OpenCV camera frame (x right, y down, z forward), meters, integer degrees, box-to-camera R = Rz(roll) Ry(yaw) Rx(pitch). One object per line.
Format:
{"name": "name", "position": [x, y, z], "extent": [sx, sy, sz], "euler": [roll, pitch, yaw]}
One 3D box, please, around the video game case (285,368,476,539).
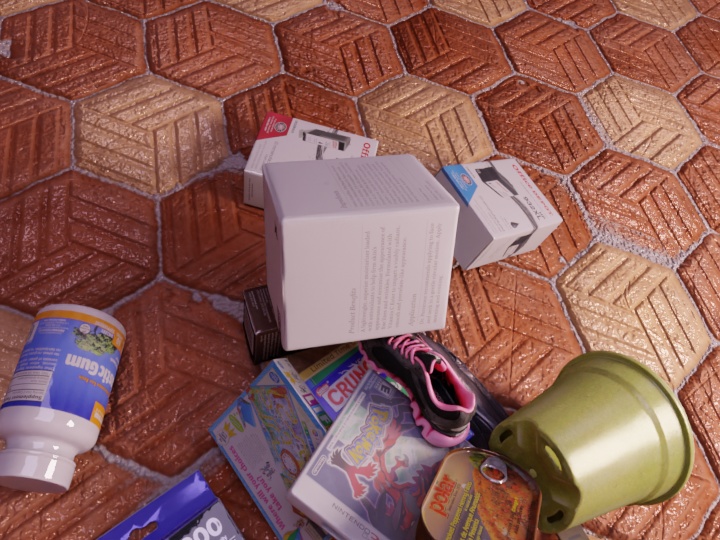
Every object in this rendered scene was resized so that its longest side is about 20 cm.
{"name": "video game case", "position": [0.038, 0.232, 0.672], "extent": [0.181, 0.023, 0.200], "euler": [36, 42, 4]}

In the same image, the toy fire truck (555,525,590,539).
{"name": "toy fire truck", "position": [0.338, 0.390, 0.718], "extent": [0.174, 0.129, 0.202], "euler": [-15, 72, -20]}

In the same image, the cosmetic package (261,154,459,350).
{"name": "cosmetic package", "position": [-0.010, -0.029, 0.707], "extent": [0.197, 0.167, 0.166], "euler": [-5, 31, -14]}

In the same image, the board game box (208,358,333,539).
{"name": "board game box", "position": [-0.083, 0.228, 0.718], "extent": [0.134, 0.034, 0.201], "euler": [-45, 71, 14]}

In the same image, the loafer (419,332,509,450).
{"name": "loafer", "position": [0.135, 0.165, 0.841], "extent": [0.200, 0.072, 0.063], "euler": [49, 42, 12]}

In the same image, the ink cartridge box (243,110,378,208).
{"name": "ink cartridge box", "position": [-0.079, -0.164, 0.981], "extent": [0.197, 0.083, 0.148], "euler": [14, 56, -3]}

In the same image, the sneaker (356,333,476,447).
{"name": "sneaker", "position": [0.069, 0.110, 0.710], "extent": [0.079, 0.096, 0.200], "euler": [-31, 67, -25]}

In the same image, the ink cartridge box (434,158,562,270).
{"name": "ink cartridge box", "position": [0.213, -0.098, 0.965], "extent": [0.198, 0.084, 0.146], "euler": [-14, 63, -41]}

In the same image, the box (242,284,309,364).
{"name": "box", "position": [-0.064, 0.057, 0.837], "extent": [0.197, 0.101, 0.076], "euler": [-12, 61, -19]}

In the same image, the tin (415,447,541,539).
{"name": "tin", "position": [0.122, 0.248, 0.606], "extent": [0.111, 0.042, 0.200], "euler": [23, 18, 17]}

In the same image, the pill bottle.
{"name": "pill bottle", "position": [-0.360, 0.152, 0.708], "extent": [0.110, 0.113, 0.202], "euler": [7, 58, -7]}

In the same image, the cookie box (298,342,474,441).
{"name": "cookie box", "position": [0.020, 0.194, 0.784], "extent": [0.170, 0.076, 0.200], "euler": [-31, 69, -27]}

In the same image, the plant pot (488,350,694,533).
{"name": "plant pot", "position": [0.262, 0.220, 0.725], "extent": [0.182, 0.201, 0.202], "euler": [-12, 61, -33]}

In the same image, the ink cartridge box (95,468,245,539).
{"name": "ink cartridge box", "position": [-0.214, 0.356, 0.655], "extent": [0.197, 0.044, 0.200], "euler": [-32, 68, -26]}
